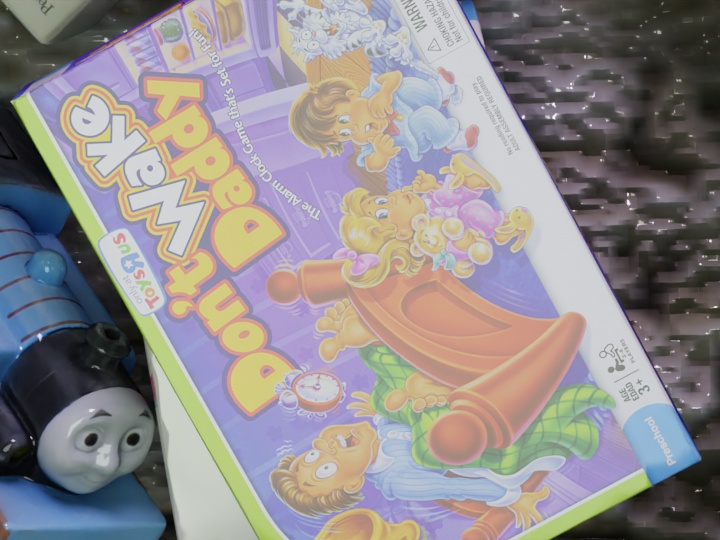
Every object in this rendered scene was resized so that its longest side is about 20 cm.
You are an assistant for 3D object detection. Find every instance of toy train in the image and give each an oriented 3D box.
[{"bbox_3d":[-0.136,0.027,0.973,0.200,0.086,0.115,52,126,36],"label":"toy train"}]

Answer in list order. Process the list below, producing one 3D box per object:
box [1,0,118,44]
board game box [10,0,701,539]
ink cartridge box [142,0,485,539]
[{"bbox_3d":[-0.059,-0.174,0.970,0.082,0.068,0.200,45,102,-2],"label":"box"},{"bbox_3d":[0.000,0.000,0.878,0.134,0.045,0.201,-29,99,5],"label":"board game box"},{"bbox_3d":[-0.007,0.020,0.971,0.125,0.129,0.201,-8,101,2],"label":"ink cartridge box"}]
